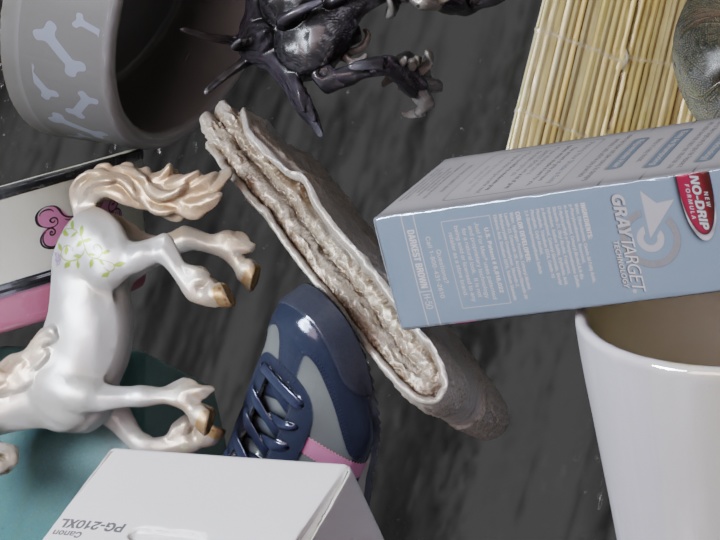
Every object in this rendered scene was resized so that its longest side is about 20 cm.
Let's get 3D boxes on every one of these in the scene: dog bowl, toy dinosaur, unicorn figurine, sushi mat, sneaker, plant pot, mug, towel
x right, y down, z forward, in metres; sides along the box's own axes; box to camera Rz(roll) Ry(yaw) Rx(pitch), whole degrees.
[{"bbox_3d":[-0.104,-0.153,1.409,0.059,0.200,0.200,23,93,21],"label":"dog bowl"},{"bbox_3d":[0.197,-0.095,1.325,0.102,0.077,0.200,-37,79,9],"label":"toy dinosaur"},{"bbox_3d":[-0.131,0.041,1.340,0.137,0.074,0.200,12,74,11],"label":"unicorn figurine"},{"bbox_3d":[-0.202,-0.004,1.442,0.200,0.200,0.074,-13,94,22],"label":"dog bowl"},{"bbox_3d":[0.131,-0.110,1.371,0.096,0.012,0.200,14,88,-18],"label":"sushi mat"},{"bbox_3d":[-0.041,0.096,1.349,0.082,0.200,0.070,-24,48,-26],"label":"sneaker"},{"bbox_3d":[-0.147,0.146,1.425,0.141,0.141,0.200,0,74,24],"label":"plant pot"},{"bbox_3d":[0.188,0.092,1.261,0.187,0.149,0.153,24,124,52],"label":"mug"},{"bbox_3d":[0.000,0.000,1.379,0.034,0.133,0.200,-41,70,7],"label":"towel"}]

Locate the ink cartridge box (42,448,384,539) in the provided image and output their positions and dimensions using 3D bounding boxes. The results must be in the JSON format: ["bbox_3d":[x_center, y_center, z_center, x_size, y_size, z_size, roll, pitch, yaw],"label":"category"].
[{"bbox_3d":[-0.046,0.185,1.294,0.145,0.200,0.084,1,40,33],"label":"ink cartridge box"}]

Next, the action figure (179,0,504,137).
[{"bbox_3d":[0.011,-0.137,1.412,0.200,0.102,0.119,-21,76,4],"label":"action figure"}]

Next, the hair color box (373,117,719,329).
[{"bbox_3d":[0.119,-0.025,1.273,0.200,0.099,0.061,-8,105,25],"label":"hair color box"}]
